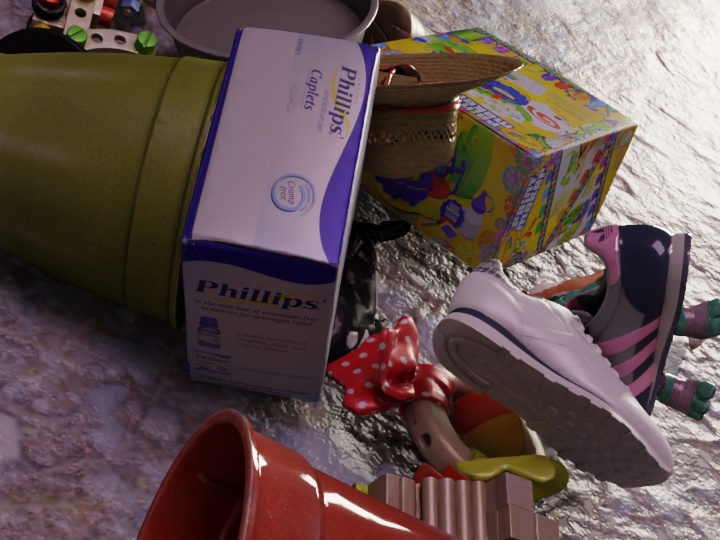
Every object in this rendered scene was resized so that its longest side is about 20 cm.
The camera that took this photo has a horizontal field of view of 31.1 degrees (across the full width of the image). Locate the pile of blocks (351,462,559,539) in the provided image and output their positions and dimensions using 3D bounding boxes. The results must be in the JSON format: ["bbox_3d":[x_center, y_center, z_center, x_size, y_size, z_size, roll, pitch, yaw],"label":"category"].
[{"bbox_3d":[0.033,0.166,0.873,0.197,0.082,0.063,1,56,1],"label":"pile of blocks"}]

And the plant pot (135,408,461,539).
[{"bbox_3d":[-0.023,0.207,0.746,0.194,0.201,0.202,22,39,-20],"label":"plant pot"}]

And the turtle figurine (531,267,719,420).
[{"bbox_3d":[0.193,0.053,1.035,0.198,0.151,0.101,12,14,-20],"label":"turtle figurine"}]

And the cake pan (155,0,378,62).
[{"bbox_3d":[-0.083,-0.226,1.156,0.197,0.037,0.201,0,40,0],"label":"cake pan"}]

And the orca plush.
[{"bbox_3d":[0.000,0.000,1.064,0.105,0.071,0.200,36,39,7],"label":"orca plush"}]

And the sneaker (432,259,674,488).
[{"bbox_3d":[0.147,0.073,0.911,0.199,0.076,0.081,40,49,-5],"label":"sneaker"}]

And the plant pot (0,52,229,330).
[{"bbox_3d":[-0.203,-0.077,0.949,0.190,0.202,0.201,13,40,-1],"label":"plant pot"}]

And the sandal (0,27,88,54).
[{"bbox_3d":[-0.228,-0.129,1.058,0.199,0.075,0.045,40,27,8],"label":"sandal"}]

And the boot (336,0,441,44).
[{"bbox_3d":[-0.008,-0.227,1.294,0.198,0.073,0.154,7,1,27],"label":"boot"}]

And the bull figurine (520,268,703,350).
[{"bbox_3d":[0.212,0.048,1.147,0.199,0.065,0.122,-22,70,-35],"label":"bull figurine"}]

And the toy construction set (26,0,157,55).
[{"bbox_3d":[-0.226,-0.225,1.149,0.130,0.093,0.201,15,41,-16],"label":"toy construction set"}]

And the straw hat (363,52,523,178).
[{"bbox_3d":[0.030,-0.120,1.027,0.198,0.086,0.201,-2,16,1],"label":"straw hat"}]

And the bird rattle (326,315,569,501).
[{"bbox_3d":[0.071,0.125,0.979,0.162,0.113,0.200,7,34,-51],"label":"bird rattle"}]

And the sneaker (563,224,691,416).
[{"bbox_3d":[0.186,0.056,0.957,0.081,0.202,0.070,12,24,8],"label":"sneaker"}]

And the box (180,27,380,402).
[{"bbox_3d":[-0.057,-0.036,0.921,0.104,0.201,0.186,10,58,-1],"label":"box"}]

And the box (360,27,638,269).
[{"bbox_3d":[0.109,-0.117,1.178,0.199,0.123,0.192,36,33,26],"label":"box"}]
